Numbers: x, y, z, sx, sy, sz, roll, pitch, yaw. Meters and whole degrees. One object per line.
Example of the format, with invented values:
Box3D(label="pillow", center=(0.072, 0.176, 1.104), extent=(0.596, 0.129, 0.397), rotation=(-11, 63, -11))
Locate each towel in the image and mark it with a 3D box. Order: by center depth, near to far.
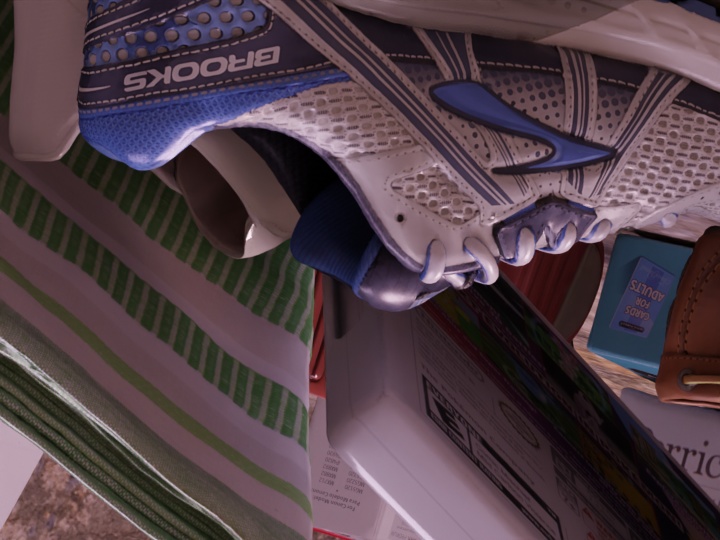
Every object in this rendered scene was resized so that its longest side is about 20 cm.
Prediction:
Box3D(label="towel", center=(-0.065, -0.013, 0.684), extent=(0.152, 0.023, 0.200), rotation=(41, -162, -18))

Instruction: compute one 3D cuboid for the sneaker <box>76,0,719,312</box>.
Box3D(label="sneaker", center=(0.023, -0.029, 0.640), extent=(0.199, 0.086, 0.077), rotation=(18, 174, -23))

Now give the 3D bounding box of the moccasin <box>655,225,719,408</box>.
Box3D(label="moccasin", center=(0.191, 0.044, 0.896), extent=(0.200, 0.078, 0.074), rotation=(16, 175, 13))

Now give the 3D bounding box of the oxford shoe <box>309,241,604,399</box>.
Box3D(label="oxford shoe", center=(0.000, 0.000, 0.960), extent=(0.075, 0.071, 0.200), rotation=(27, -167, 33))

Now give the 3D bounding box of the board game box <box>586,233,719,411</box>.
Box3D(label="board game box", center=(0.195, 0.045, 1.061), extent=(0.150, 0.047, 0.200), rotation=(13, 174, 33))

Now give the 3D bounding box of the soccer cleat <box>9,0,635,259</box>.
Box3D(label="soccer cleat", center=(-0.005, -0.034, 0.703), extent=(0.199, 0.078, 0.069), rotation=(21, 173, -39))

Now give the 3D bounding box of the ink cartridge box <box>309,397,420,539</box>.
Box3D(label="ink cartridge box", center=(0.030, 0.168, 2.132), extent=(0.084, 0.176, 0.200), rotation=(13, 173, 28))

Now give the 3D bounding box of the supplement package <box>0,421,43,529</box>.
Box3D(label="supplement package", center=(-0.201, -0.023, 0.841), extent=(0.199, 0.148, 0.191), rotation=(29, 180, 25))

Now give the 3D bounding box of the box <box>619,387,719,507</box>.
Box3D(label="box", center=(0.205, 0.142, 1.061), extent=(0.198, 0.131, 0.200), rotation=(12, 172, 38))

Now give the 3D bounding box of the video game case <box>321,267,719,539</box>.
Box3D(label="video game case", center=(0.060, 0.067, 0.752), extent=(0.200, 0.023, 0.182), rotation=(46, -166, -18))

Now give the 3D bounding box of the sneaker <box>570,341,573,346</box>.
Box3D(label="sneaker", center=(0.007, 0.005, 1.164), extent=(0.199, 0.078, 0.112), rotation=(26, -178, 21))
